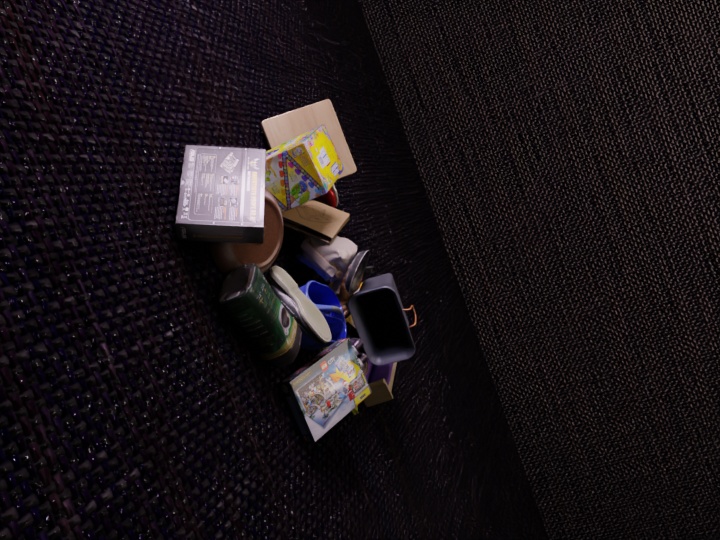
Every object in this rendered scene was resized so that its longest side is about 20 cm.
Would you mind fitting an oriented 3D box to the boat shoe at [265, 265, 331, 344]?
[{"bbox_3d":[-0.141,0.086,1.433,0.200,0.066,0.074,49,20,8],"label":"boat shoe"}]

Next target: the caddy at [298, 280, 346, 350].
[{"bbox_3d":[-0.095,0.104,1.560,0.200,0.104,0.144,25,48,-65],"label":"caddy"}]

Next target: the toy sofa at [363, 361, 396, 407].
[{"bbox_3d":[0.046,0.266,1.846,0.099,0.082,0.201,65,19,-19],"label":"toy sofa"}]

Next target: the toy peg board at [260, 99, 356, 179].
[{"bbox_3d":[-0.143,-0.312,1.787,0.203,0.197,0.098,68,-20,-3],"label":"toy peg board"}]

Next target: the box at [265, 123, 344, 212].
[{"bbox_3d":[-0.161,-0.225,1.562,0.123,0.190,0.201,64,20,-17],"label":"box"}]

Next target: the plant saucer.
[{"bbox_3d":[-0.215,-0.076,1.355,0.199,0.036,0.204,-17,111,-51],"label":"plant saucer"}]

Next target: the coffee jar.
[{"bbox_3d":[-0.190,0.092,1.328,0.201,0.084,0.105,59,20,-32],"label":"coffee jar"}]

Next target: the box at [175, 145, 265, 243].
[{"bbox_3d":[-0.255,-0.144,1.267,0.049,0.155,0.203,105,-16,-52],"label":"box"}]

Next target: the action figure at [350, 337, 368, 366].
[{"bbox_3d":[-0.056,0.245,1.551,0.200,0.069,0.132,-44,114,-43],"label":"action figure"}]

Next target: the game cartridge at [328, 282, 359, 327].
[{"bbox_3d":[0.012,0.116,1.856,0.198,0.032,0.179,1,69,-44],"label":"game cartridge"}]

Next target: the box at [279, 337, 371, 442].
[{"bbox_3d":[-0.070,0.252,1.459,0.199,0.037,0.139,-32,103,-44],"label":"box"}]

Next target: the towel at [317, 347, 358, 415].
[{"bbox_3d":[-0.051,0.262,1.671,0.201,0.018,0.087,59,22,-33],"label":"towel"}]

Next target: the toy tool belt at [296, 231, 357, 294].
[{"bbox_3d":[-0.103,-0.037,1.670,0.124,0.125,0.199,-7,34,-45],"label":"toy tool belt"}]

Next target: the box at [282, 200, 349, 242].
[{"bbox_3d":[-0.121,-0.133,1.683,0.200,0.161,0.022,-58,168,-68],"label":"box"}]

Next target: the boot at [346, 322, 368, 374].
[{"bbox_3d":[-0.029,0.218,1.696,0.097,0.075,0.201,40,35,-12],"label":"boot"}]

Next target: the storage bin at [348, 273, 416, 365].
[{"bbox_3d":[0.067,0.106,1.696,0.135,0.143,0.203,-75,147,-64],"label":"storage bin"}]

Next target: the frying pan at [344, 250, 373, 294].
[{"bbox_3d":[0.004,-0.014,1.667,0.190,0.031,0.116,-53,164,-58],"label":"frying pan"}]

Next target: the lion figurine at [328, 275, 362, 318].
[{"bbox_3d":[-0.046,0.073,1.709,0.073,0.121,0.202,52,26,-43],"label":"lion figurine"}]

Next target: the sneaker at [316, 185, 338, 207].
[{"bbox_3d":[-0.136,-0.239,1.871,0.201,0.076,0.085,54,39,-24],"label":"sneaker"}]
